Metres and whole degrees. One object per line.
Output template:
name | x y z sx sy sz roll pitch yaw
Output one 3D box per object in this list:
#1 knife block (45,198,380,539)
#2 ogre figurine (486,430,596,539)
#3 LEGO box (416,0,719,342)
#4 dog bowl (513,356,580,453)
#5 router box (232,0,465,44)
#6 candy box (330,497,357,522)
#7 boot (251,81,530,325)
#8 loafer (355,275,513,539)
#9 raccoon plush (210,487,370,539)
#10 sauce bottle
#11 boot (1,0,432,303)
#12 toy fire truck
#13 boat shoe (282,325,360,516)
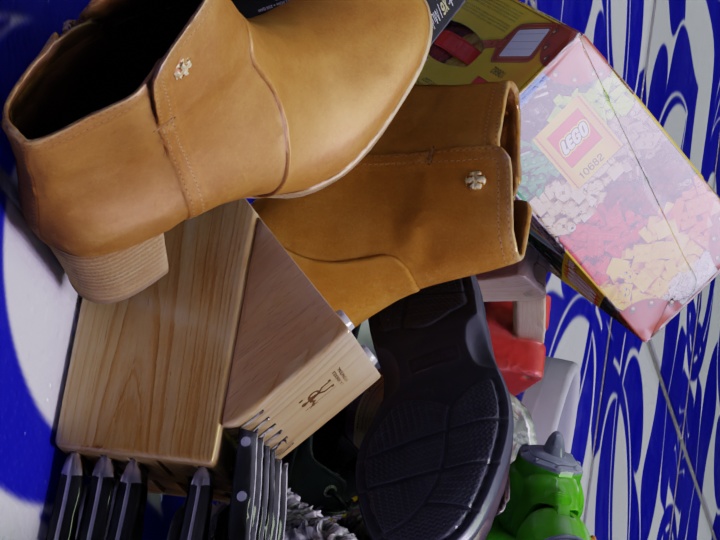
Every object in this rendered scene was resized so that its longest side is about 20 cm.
knife block | -0.090 0.053 1.121 0.200 0.175 0.064 51 -3 23
ogre figurine | 0.061 0.154 1.239 0.200 0.098 0.120 90 8 -53
LEGO box | 0.090 -0.066 1.396 0.149 0.077 0.200 47 -2 -25
dog bowl | 0.066 0.142 1.550 0.200 0.078 0.201 12 90 -81
router box | -0.014 -0.171 1.230 0.158 0.052 0.200 66 25 -15
candy box | -0.008 0.169 1.494 0.200 0.026 0.103 -62 152 -58
boot | 0.000 0.000 1.218 0.071 0.143 0.202 58 36 -54
loafer | 0.040 0.073 1.226 0.200 0.072 0.063 -90 161 -51
raccoon plush | -0.028 0.117 1.219 0.200 0.096 0.134 -67 174 -57
sauce bottle | 0.030 0.080 1.392 0.200 0.064 0.065 -172 -94 -75
boot | -0.048 -0.079 1.052 0.201 0.071 0.144 -41 158 -18
toy fire truck | 0.043 0.001 1.394 0.200 0.140 0.049 118 -17 -66
boat shoe | -0.022 0.089 1.344 0.074 0.066 0.200 -23 116 -75
